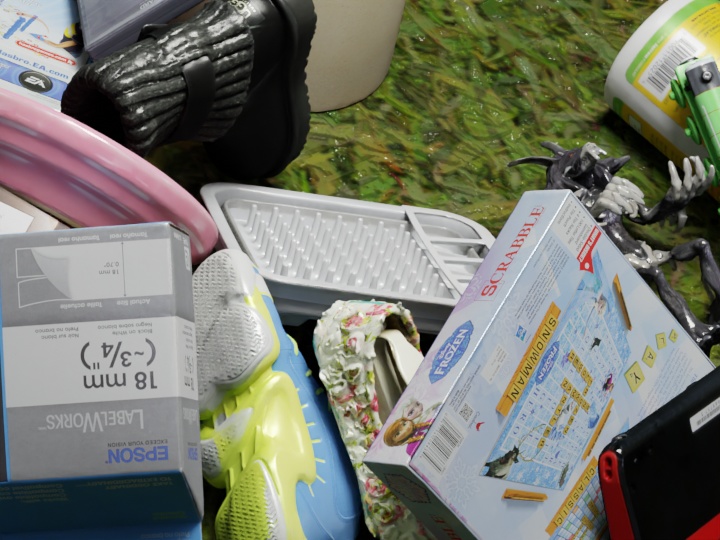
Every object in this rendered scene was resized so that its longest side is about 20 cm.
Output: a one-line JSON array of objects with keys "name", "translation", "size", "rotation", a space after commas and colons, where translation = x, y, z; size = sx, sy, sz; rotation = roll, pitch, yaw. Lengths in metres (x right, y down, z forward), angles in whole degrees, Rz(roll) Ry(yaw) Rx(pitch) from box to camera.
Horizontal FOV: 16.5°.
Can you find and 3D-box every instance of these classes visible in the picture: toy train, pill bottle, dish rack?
[{"name": "toy train", "translation": [0.264, -0.058, 1.704], "size": [0.042, 0.056, 0.200], "rotation": [-22, 83, 0]}, {"name": "pill bottle", "translation": [0.283, -0.102, 1.790], "size": [0.200, 0.111, 0.111], "rotation": [43, 45, 19]}, {"name": "dish rack", "translation": [0.000, 0.000, 1.576], "size": [0.200, 0.044, 0.172], "rotation": [8, 21, -18]}]

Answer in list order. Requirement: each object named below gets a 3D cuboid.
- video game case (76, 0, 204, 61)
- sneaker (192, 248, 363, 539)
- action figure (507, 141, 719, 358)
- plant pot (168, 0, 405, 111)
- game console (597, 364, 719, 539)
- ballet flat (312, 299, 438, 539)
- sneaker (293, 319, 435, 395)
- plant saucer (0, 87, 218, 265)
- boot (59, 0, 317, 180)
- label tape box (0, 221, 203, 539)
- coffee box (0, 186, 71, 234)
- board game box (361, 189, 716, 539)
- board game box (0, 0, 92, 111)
[{"name": "video game case", "translation": [-0.128, -0.232, 1.633], "size": [0.019, 0.143, 0.200], "rotation": [51, 15, -37]}, {"name": "sneaker", "translation": [-0.048, 0.088, 1.464], "size": [0.105, 0.076, 0.200], "rotation": [11, 65, -45]}, {"name": "action figure", "translation": [0.191, -0.034, 1.690], "size": [0.119, 0.102, 0.200], "rotation": [-29, 67, -40]}, {"name": "plant pot", "translation": [-0.035, -0.247, 1.722], "size": [0.187, 0.200, 0.187], "rotation": [13, 43, -13]}, {"name": "game console", "translation": [0.218, 0.147, 1.488], "size": [0.031, 0.177, 0.200], "rotation": [0, 22, 44]}, {"name": "ballet flat", "translation": [0.031, 0.108, 1.436], "size": [0.076, 0.064, 0.200], "rotation": [-25, 92, -48]}, {"name": "sneaker", "translation": [0.031, 0.098, 1.517], "size": [0.104, 0.060, 0.200], "rotation": [-4, 44, -31]}, {"name": "plant saucer", "translation": [-0.184, -0.045, 1.485], "size": [0.200, 0.201, 0.051], "rotation": [26, 77, 1]}, {"name": "boot", "translation": [-0.112, -0.096, 1.561], "size": [0.079, 0.211, 0.158], "rotation": [41, 63, 20]}, {"name": "label tape box", "translation": [-0.161, 0.079, 1.328], "size": [0.144, 0.063, 0.200], "rotation": [-4, 85, 4]}, {"name": "coffee box", "translation": [-0.211, 0.013, 1.434], "size": [0.200, 0.113, 0.080], "rotation": [30, 66, 5]}, {"name": "board game box", "translation": [0.117, 0.092, 1.437], "size": [0.200, 0.041, 0.200], "rotation": [48, 61, -30]}, {"name": "board game box", "translation": [-0.269, -0.170, 1.631], "size": [0.200, 0.056, 0.196], "rotation": [21, 37, -4]}]
